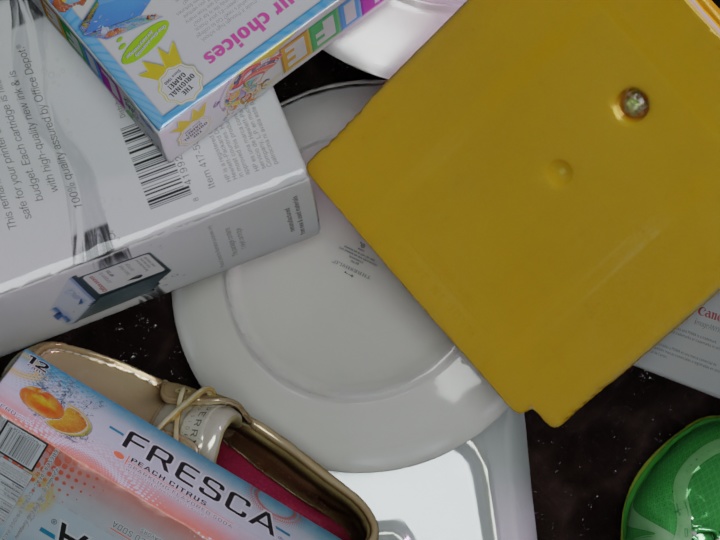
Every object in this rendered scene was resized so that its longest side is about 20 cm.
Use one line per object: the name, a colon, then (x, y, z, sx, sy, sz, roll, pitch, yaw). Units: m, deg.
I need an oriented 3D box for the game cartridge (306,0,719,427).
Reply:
game cartridge: (0.096, -0.048, 0.995, 0.176, 0.032, 0.200, 50, 119, 5)

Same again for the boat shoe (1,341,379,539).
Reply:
boat shoe: (-0.077, 0.087, 1.040, 0.200, 0.069, 0.074, 31, 53, -9)

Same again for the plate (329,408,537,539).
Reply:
plate: (-0.001, 0.159, 1.108, 0.200, 0.032, 0.200, -7, 87, -8)

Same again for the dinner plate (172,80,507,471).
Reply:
dinner plate: (0.000, 0.000, 1.083, 0.200, 0.024, 0.200, -2, 78, 10)

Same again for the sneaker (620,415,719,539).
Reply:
sneaker: (0.157, 0.166, 1.097, 0.074, 0.084, 0.200, 34, 72, -11)

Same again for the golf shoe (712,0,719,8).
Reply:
golf shoe: (0.217, -0.110, 1.081, 0.200, 0.097, 0.078, 14, 80, 26)

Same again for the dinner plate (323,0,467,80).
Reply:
dinner plate: (0.034, -0.181, 1.070, 0.200, 0.024, 0.200, 6, 65, -14)

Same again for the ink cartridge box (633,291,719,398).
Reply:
ink cartridge box: (0.218, -0.017, 1.010, 0.084, 0.200, 0.176, 13, 96, -39)

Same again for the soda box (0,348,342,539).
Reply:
soda box: (-0.091, 0.120, 0.979, 0.200, 0.068, 0.064, 32, 111, -3)

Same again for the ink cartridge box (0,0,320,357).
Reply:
ink cartridge box: (-0.138, -0.057, 1.045, 0.200, 0.086, 0.146, -22, 70, -2)

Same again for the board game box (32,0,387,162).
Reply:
board game box: (-0.053, -0.162, 1.016, 0.200, 0.034, 0.134, -37, 71, -10)
